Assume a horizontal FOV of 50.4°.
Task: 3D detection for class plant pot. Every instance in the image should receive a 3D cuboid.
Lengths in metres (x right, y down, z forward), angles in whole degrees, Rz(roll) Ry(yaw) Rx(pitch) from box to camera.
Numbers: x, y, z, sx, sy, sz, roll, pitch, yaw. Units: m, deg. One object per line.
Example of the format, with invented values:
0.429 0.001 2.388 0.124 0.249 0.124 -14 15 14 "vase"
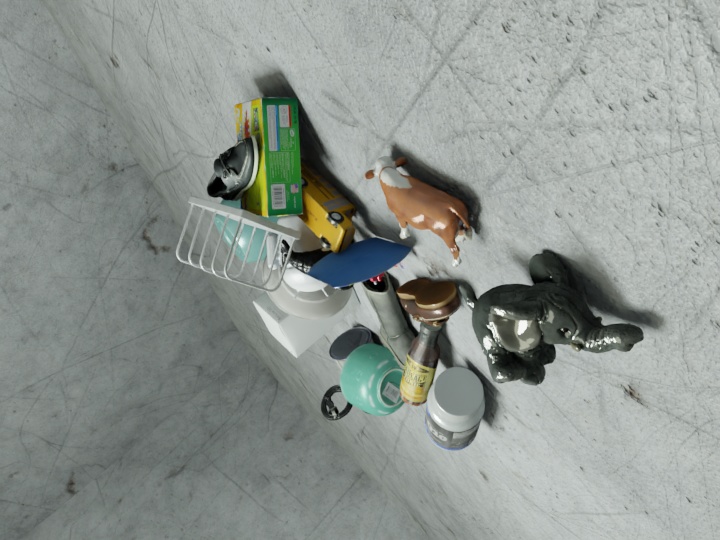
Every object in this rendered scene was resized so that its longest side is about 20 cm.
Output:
-0.237 -0.115 1.753 0.201 0.160 0.201 46 163 18 "plant pot"

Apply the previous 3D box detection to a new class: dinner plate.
-0.108 0.009 1.608 0.201 0.199 0.024 48 149 12 "dinner plate"

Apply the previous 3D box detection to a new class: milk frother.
-0.032 0.265 1.914 0.190 0.199 0.180 61 165 -27 "milk frother"

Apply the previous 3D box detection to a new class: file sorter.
-0.234 -0.047 1.432 0.137 0.127 0.198 19 178 -42 "file sorter"

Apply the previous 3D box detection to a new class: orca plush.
-0.057 -0.023 1.440 0.197 0.107 0.071 19 -176 3 "orca plush"

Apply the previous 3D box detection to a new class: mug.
0.057 0.250 1.767 0.114 0.183 0.155 14 116 55 "mug"

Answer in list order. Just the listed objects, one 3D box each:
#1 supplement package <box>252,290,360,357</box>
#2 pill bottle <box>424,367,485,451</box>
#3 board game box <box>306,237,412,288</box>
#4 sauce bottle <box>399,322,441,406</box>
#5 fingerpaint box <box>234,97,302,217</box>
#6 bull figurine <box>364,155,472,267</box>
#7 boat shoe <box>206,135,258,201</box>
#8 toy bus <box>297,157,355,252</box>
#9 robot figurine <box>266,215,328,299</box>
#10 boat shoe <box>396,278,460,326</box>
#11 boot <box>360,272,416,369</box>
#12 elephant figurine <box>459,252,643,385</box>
-0.123 0.074 1.762 0.121 0.199 0.121 33 156 44 "supplement package"
0.183 0.269 1.486 0.114 0.113 0.201 44 162 23 "pill bottle"
0.000 0.000 1.344 0.199 0.156 0.040 20 134 60 "board game box"
0.118 0.173 1.472 0.066 0.065 0.203 40 139 35 "sauce bottle"
-0.167 -0.205 1.390 0.166 0.072 0.204 -166 72 -64 "fingerpaint box"
0.086 -0.090 1.105 0.200 0.065 0.122 39 163 45 "bull figurine"
-0.234 -0.180 1.374 0.199 0.065 0.076 150 115 -63 "boat shoe"
-0.079 -0.124 1.431 0.200 0.078 0.066 45 135 25 "toy bus"
-0.107 -0.046 1.540 0.113 0.166 0.204 23 -118 -82 "robot figurine"
0.124 0.059 1.298 0.071 0.070 0.200 62 170 -11 "boat shoe"
0.074 0.100 1.538 0.181 0.072 0.202 36 150 38 "boot"
0.227 0.052 0.951 0.201 0.152 0.144 117 157 -61 "elephant figurine"
